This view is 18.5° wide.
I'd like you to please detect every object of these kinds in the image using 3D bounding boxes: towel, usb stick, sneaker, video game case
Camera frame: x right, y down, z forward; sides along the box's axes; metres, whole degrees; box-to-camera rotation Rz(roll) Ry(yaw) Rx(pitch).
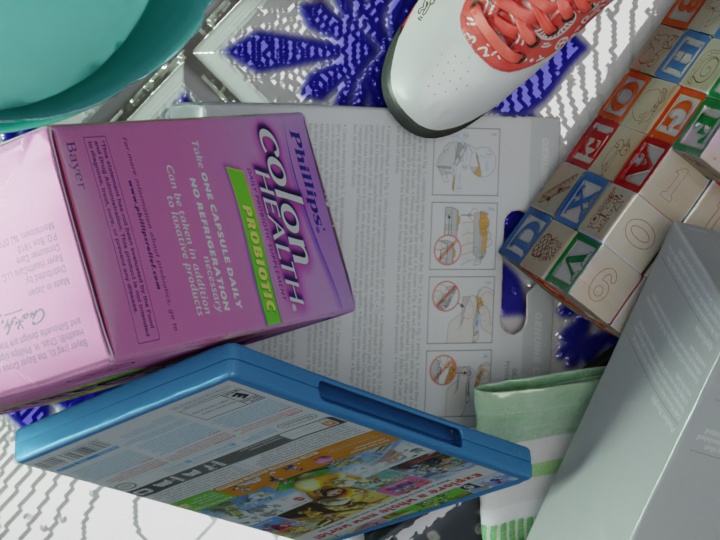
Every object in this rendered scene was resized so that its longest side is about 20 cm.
[{"bbox_3d":[0.136,0.142,1.111,0.151,0.023,0.202,-8,112,-9],"label":"towel"},{"bbox_3d":[0.088,0.097,1.116,0.199,0.033,0.056,-36,127,-3],"label":"usb stick"},{"bbox_3d":[0.096,-0.145,1.048,0.201,0.108,0.067,-41,96,-10],"label":"sneaker"},{"bbox_3d":[-0.037,0.084,1.011,0.199,0.142,0.018,22,56,-43],"label":"video game case"}]

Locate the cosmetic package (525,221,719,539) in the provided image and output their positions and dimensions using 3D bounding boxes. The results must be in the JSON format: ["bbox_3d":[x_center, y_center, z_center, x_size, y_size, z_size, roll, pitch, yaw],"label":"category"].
[{"bbox_3d":[0.152,0.093,1.019,0.089,0.107,0.201,13,115,-15],"label":"cosmetic package"}]

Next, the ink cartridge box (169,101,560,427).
[{"bbox_3d":[0.000,0.000,1.102,0.198,0.057,0.164,-1,96,-29],"label":"ink cartridge box"}]

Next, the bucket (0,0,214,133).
[{"bbox_3d":[-0.152,-0.153,0.891,0.205,0.135,0.210,0,90,-13],"label":"bucket"}]

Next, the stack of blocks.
[{"bbox_3d":[0.165,-0.062,1.069,0.058,0.115,0.201,36,89,-23],"label":"stack of blocks"}]

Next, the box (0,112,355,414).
[{"bbox_3d":[-0.131,0.004,0.957,0.175,0.200,0.098,-18,87,28],"label":"box"}]
